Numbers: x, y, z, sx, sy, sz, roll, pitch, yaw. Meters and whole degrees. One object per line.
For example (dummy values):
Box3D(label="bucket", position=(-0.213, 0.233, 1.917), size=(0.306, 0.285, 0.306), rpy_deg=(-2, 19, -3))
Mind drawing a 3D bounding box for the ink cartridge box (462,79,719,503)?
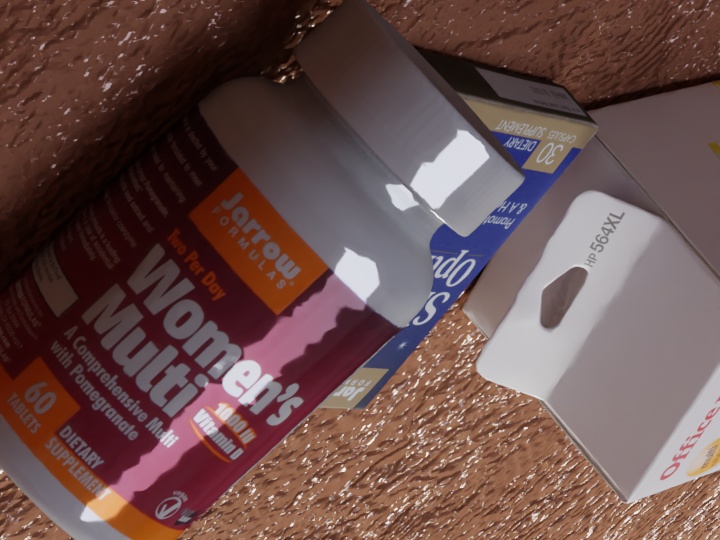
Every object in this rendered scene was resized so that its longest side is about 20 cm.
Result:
Box3D(label="ink cartridge box", position=(0.155, 0.004, 1.242), size=(0.199, 0.125, 0.129), rpy_deg=(-16, 145, -40))

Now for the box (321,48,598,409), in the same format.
Box3D(label="box", position=(0.000, 0.000, 1.141), size=(0.200, 0.032, 0.121), rpy_deg=(-50, 152, 21))

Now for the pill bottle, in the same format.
Box3D(label="pill bottle", position=(-0.044, 0.002, 0.997), size=(0.200, 0.110, 0.110), rpy_deg=(-43, 154, 7))
